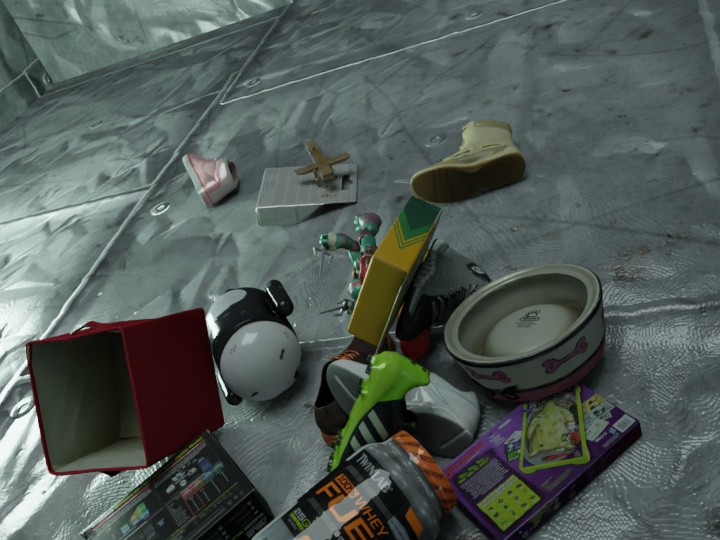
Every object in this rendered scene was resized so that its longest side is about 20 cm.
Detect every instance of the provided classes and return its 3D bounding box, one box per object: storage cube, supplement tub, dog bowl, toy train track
[{"bbox_3d":[-0.314,0.160,1.006,0.169,0.203,0.179,-10,2,23],"label":"storage cube"},{"bbox_3d":[-0.004,0.265,0.759,0.199,0.123,0.122,-37,35,-16],"label":"supplement tub"},{"bbox_3d":[0.204,0.077,0.896,0.198,0.074,0.201,-24,22,10],"label":"dog bowl"},{"bbox_3d":[-0.083,-0.220,1.515,0.113,0.033,0.201,-18,31,-5],"label":"toy train track"}]

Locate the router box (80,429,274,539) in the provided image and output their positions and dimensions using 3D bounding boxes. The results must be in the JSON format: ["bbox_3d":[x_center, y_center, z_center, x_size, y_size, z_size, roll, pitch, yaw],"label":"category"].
[{"bbox_3d":[-0.223,0.309,0.899,0.199,0.063,0.149,-38,36,-17],"label":"router box"}]

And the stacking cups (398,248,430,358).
[{"bbox_3d":[0.080,0.045,1.075,0.060,0.061,0.201,-15,40,15],"label":"stacking cups"}]

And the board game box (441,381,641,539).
[{"bbox_3d":[0.191,0.201,0.803,0.199,0.033,0.120,-35,38,-14],"label":"board game box"}]

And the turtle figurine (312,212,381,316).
[{"bbox_3d":[0.000,0.000,1.108,0.099,0.152,0.201,3,30,17],"label":"turtle figurine"}]

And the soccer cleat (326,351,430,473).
[{"bbox_3d":[0.016,0.186,0.841,0.080,0.202,0.068,21,21,-3],"label":"soccer cleat"}]

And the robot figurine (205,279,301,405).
[{"bbox_3d":[-0.158,0.104,1.086,0.123,0.152,0.200,-16,30,-17],"label":"robot figurine"}]

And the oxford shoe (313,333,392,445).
[{"bbox_3d":[-0.008,0.132,0.988,0.070,0.073,0.201,-7,38,26],"label":"oxford shoe"}]

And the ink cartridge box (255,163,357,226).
[{"bbox_3d":[-0.103,-0.155,1.490,0.197,0.051,0.162,-2,36,2],"label":"ink cartridge box"}]

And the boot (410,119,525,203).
[{"bbox_3d":[0.183,-0.199,1.314,0.197,0.073,0.156,-16,35,12],"label":"boot"}]

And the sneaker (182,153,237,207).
[{"bbox_3d":[-0.337,-0.225,1.695,0.104,0.076,0.201,-33,41,-3],"label":"sneaker"}]

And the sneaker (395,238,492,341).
[{"bbox_3d":[0.125,0.037,0.999,0.114,0.076,0.201,24,42,6],"label":"sneaker"}]

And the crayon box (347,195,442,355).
[{"bbox_3d":[0.042,0.006,0.951,0.051,0.127,0.201,23,36,6],"label":"crayon box"}]

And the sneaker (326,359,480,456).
[{"bbox_3d":[0.052,0.155,0.902,0.198,0.071,0.080,21,36,17],"label":"sneaker"}]
